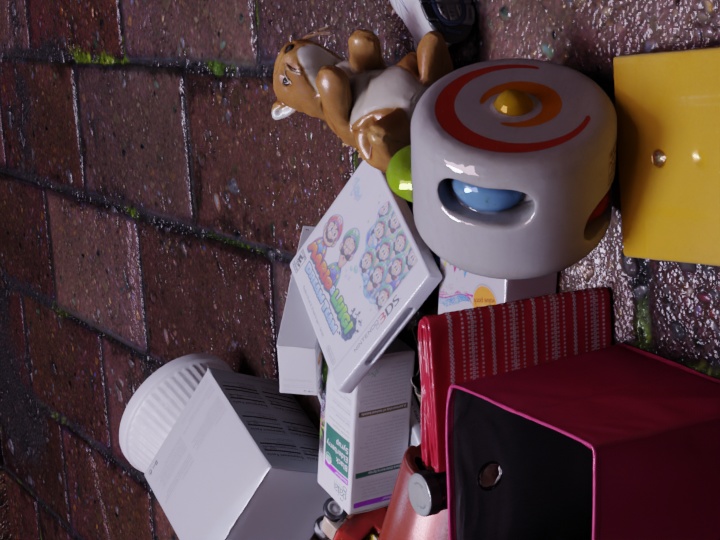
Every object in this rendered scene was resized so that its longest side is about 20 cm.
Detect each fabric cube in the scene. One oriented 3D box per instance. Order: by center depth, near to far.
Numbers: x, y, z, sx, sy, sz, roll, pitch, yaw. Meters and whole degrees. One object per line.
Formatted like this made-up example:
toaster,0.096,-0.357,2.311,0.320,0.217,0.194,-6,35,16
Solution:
fabric cube,0.208,0.192,1.142,0.199,0.198,0.199,20,116,56

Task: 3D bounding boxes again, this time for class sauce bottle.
sauce bottle,0.138,0.190,1.262,0.065,0.198,0.066,19,112,57

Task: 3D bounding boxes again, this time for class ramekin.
ramekin,-0.238,0.232,1.936,0.105,0.199,0.202,38,131,38

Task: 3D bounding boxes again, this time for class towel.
towel,0.144,0.097,1.226,0.022,0.198,0.146,-158,62,-64

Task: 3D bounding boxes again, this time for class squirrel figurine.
squirrel figurine,0.000,-0.168,1.411,0.185,0.200,0.143,16,72,27

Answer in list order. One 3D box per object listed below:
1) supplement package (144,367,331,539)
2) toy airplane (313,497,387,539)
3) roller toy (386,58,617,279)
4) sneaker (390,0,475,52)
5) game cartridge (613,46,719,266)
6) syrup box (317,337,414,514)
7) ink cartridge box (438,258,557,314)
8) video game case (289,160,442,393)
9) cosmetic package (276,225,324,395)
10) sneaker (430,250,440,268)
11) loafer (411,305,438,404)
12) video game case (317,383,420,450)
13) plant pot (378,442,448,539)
supplement package,-0.154,0.274,1.789,0.192,0.146,0.200,-57,45,18
toy airplane,-0.011,0.383,1.572,0.200,0.140,0.201,-68,0,-79
roller toy,0.136,-0.098,1.181,0.183,0.198,0.141,-125,23,-46
sneaker,0.050,-0.315,1.397,0.087,0.074,0.202,-39,64,62
game cartridge,0.288,-0.093,1.094,0.199,0.032,0.178,9,106,57
syrup box,0.005,0.173,1.559,0.079,0.081,0.202,36,127,53
ink cartridge box,0.136,0.042,1.353,0.115,0.067,0.202,28,122,55
video game case,0.000,0.000,1.464,0.183,0.024,0.201,-53,41,29
cosmetic package,-0.059,0.045,1.594,0.083,0.050,0.201,87,-171,-45
sneaker,0.033,-0.008,1.506,0.200,0.077,0.071,-42,62,56
loafer,0.085,0.135,1.465,0.075,0.069,0.202,7,105,59
video game case,0.014,0.179,1.651,0.200,0.023,0.183,-50,56,54
plant pot,0.099,0.292,1.386,0.200,0.199,0.197,34,119,51
